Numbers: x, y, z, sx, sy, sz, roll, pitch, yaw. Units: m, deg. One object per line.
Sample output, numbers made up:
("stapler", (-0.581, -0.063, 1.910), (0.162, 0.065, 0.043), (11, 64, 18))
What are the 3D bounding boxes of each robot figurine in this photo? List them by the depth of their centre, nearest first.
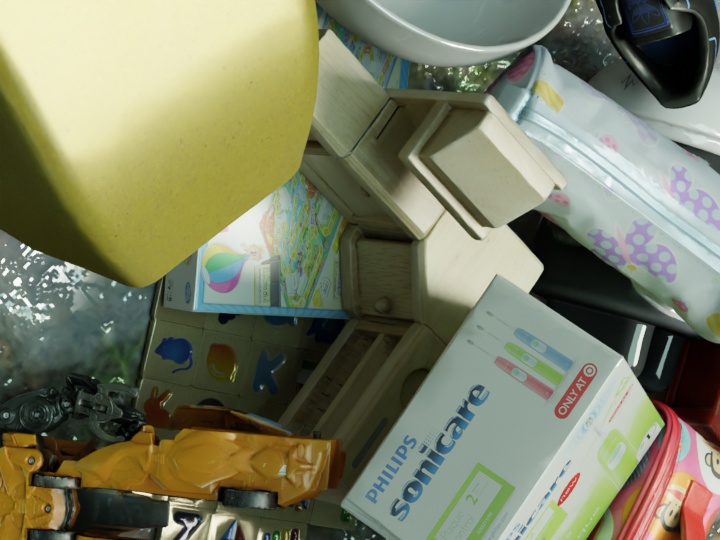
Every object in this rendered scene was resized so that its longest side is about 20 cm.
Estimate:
("robot figurine", (-0.111, 0.131, 1.394), (0.058, 0.199, 0.146), (16, 79, -74))
("robot figurine", (0.170, -0.032, 1.592), (0.124, 0.150, 0.201), (16, 88, -5))

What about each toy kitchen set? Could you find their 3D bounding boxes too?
("toy kitchen set", (0.000, 0.000, 1.399), (0.200, 0.163, 0.181), (46, 69, -29))

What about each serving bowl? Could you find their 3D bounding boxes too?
("serving bowl", (0.024, -0.194, 1.471), (0.200, 0.066, 0.201), (18, 54, -28))

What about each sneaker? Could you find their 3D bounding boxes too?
("sneaker", (0.157, -0.182, 1.480), (0.200, 0.070, 0.078), (59, 25, -35))

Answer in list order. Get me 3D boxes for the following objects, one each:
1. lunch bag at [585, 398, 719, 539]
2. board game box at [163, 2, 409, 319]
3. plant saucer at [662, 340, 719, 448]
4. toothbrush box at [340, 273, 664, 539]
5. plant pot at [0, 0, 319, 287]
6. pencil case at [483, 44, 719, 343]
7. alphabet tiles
("lunch bag", (0.129, 0.169, 1.554), (0.082, 0.176, 0.200), (36, 76, -36))
("board game box", (-0.039, -0.074, 1.486), (0.134, 0.034, 0.201), (4, 92, -36))
("plant saucer", (0.236, 0.022, 1.622), (0.037, 0.200, 0.201), (17, 87, -4))
("toothbrush box", (0.081, 0.103, 1.421), (0.146, 0.086, 0.200), (-55, 161, -4))
("plant pot", (-0.134, -0.109, 1.330), (0.194, 0.195, 0.200), (-39, 122, -25))
("pencil case", (0.149, -0.041, 1.472), (0.200, 0.091, 0.083), (34, 104, -12))
("alphabet tiles", (-0.057, 0.074, 1.516), (0.166, 0.006, 0.201), (12, 90, -35))
